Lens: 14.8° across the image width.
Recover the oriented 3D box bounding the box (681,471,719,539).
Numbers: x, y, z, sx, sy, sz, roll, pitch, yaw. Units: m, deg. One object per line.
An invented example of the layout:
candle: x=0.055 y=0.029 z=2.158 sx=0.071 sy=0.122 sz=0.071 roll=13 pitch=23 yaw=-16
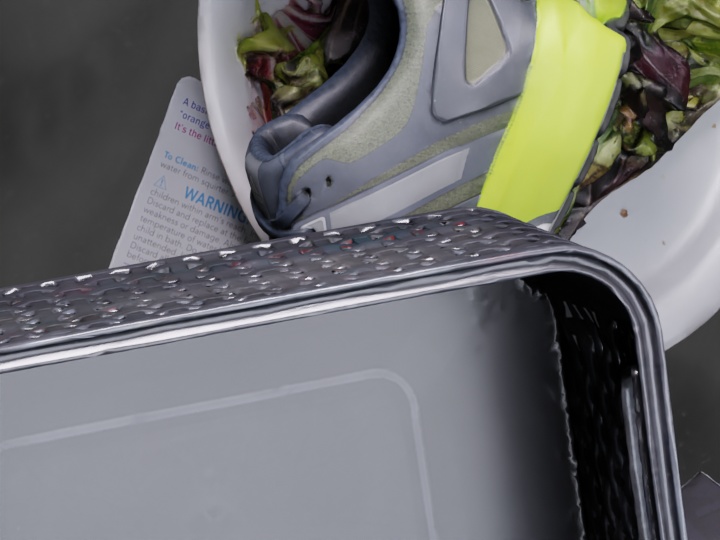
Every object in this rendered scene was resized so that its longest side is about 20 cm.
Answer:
box: x=0.083 y=0.167 z=0.859 sx=0.143 sy=0.036 sz=0.200 roll=-41 pitch=141 yaw=-14

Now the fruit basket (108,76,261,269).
fruit basket: x=-0.013 y=0.068 z=0.837 sx=0.185 sy=0.094 sz=0.201 roll=22 pitch=79 yaw=-25

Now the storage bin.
storage bin: x=-0.029 y=0.068 z=0.669 sx=0.199 sy=0.094 sz=0.136 roll=-10 pitch=99 yaw=-11

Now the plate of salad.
plate of salad: x=0.050 y=-0.066 z=0.814 sx=0.199 sy=0.048 sz=0.201 roll=2 pitch=84 yaw=-22

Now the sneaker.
sneaker: x=0.000 y=0.000 z=0.749 sx=0.081 sy=0.074 sz=0.201 roll=20 pitch=91 yaw=-17
